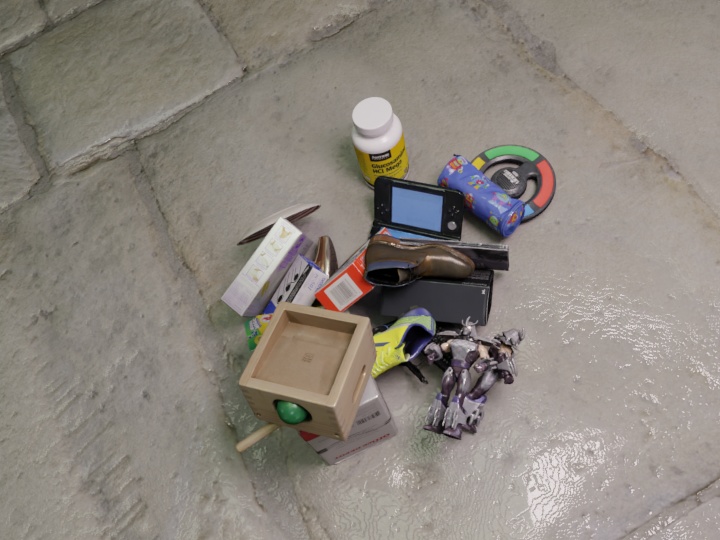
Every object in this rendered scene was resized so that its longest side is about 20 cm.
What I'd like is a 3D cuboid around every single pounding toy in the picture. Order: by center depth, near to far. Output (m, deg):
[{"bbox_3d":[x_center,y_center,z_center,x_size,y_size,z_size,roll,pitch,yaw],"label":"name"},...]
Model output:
[{"bbox_3d":[-0.091,0.178,0.934,0.181,0.143,0.202,9,51,19],"label":"pounding toy"}]

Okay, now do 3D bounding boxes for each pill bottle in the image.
[{"bbox_3d":[0.042,-0.274,1.319,0.110,0.201,0.114,-5,61,10],"label":"pill bottle"}]

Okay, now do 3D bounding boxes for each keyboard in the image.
[{"bbox_3d":[0.129,0.148,1.128,0.128,0.021,0.200,-51,34,-2],"label":"keyboard"}]

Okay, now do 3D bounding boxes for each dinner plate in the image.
[{"bbox_3d":[-0.176,-0.104,1.291,0.198,0.200,0.025,-27,92,-2],"label":"dinner plate"}]

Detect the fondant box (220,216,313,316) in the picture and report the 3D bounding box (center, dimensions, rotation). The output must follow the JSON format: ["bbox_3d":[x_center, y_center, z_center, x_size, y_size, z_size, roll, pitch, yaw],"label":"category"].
[{"bbox_3d":[-0.184,-0.003,1.229,0.058,0.144,0.201,35,89,7],"label":"fondant box"}]

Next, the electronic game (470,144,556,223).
[{"bbox_3d":[0.318,-0.187,1.303,0.196,0.042,0.203,-6,61,10],"label":"electronic game"}]

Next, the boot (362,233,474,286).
[{"bbox_3d":[0.098,0.002,1.069,0.196,0.076,0.098,11,41,11],"label":"boot"}]

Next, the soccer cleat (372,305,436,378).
[{"bbox_3d":[0.053,0.145,1.080,0.200,0.065,0.084,-43,27,16],"label":"soccer cleat"}]

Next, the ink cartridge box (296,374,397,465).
[{"bbox_3d":[-0.027,0.249,1.058,0.145,0.201,0.084,-24,56,-2],"label":"ink cartridge box"}]

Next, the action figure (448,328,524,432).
[{"bbox_3d":[0.231,0.185,1.071,0.069,0.130,0.201,34,89,14],"label":"action figure"}]

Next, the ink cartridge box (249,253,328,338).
[{"bbox_3d":[-0.145,0.074,1.207,0.202,0.044,0.094,-59,30,4],"label":"ink cartridge box"}]

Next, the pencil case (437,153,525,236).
[{"bbox_3d":[0.249,-0.155,1.246,0.086,0.079,0.200,-30,58,-28],"label":"pencil case"}]

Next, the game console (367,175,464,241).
[{"bbox_3d":[0.103,-0.082,1.257,0.197,0.173,0.119,13,39,18],"label":"game console"}]

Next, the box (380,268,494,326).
[{"bbox_3d":[0.149,0.042,1.156,0.196,0.141,0.080,5,101,16],"label":"box"}]

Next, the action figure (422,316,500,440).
[{"bbox_3d":[0.162,0.173,1.007,0.129,0.069,0.203,1,69,45],"label":"action figure"}]

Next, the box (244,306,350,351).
[{"bbox_3d":[-0.110,0.117,1.111,0.196,0.049,0.118,-5,24,-14],"label":"box"}]

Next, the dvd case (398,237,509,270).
[{"bbox_3d":[0.180,-0.029,1.148,0.196,0.149,0.016,6,78,16],"label":"dvd case"}]

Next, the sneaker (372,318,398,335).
[{"bbox_3d":[0.011,0.147,1.156,0.199,0.078,0.070,-39,33,-4],"label":"sneaker"}]

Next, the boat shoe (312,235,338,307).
[{"bbox_3d":[-0.089,0.017,1.269,0.070,0.076,0.203,-5,60,12],"label":"boat shoe"}]

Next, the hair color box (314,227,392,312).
[{"bbox_3d":[0.000,0.000,1.175,0.111,0.200,0.064,-39,94,29],"label":"hair color box"}]
